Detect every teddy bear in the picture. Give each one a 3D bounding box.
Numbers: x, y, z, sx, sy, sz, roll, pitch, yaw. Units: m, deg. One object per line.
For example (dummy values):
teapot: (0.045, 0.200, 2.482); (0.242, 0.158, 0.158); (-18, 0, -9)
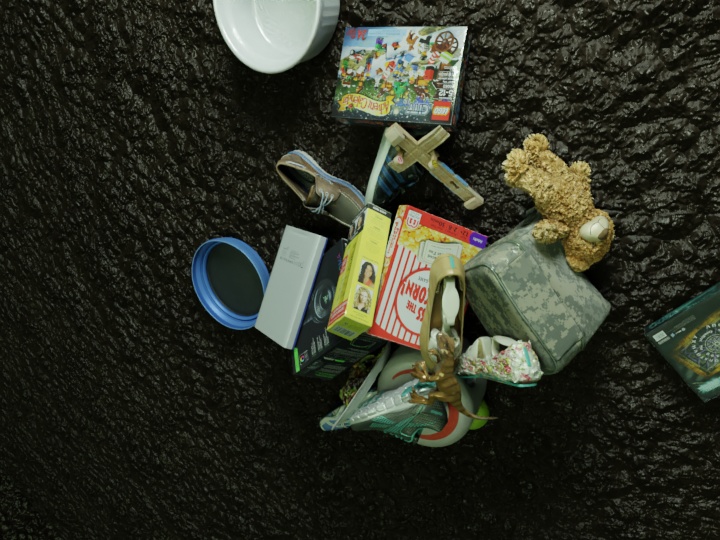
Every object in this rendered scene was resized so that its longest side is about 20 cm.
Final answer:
teddy bear: (0.280, -0.100, 0.764); (0.067, 0.142, 0.205); (-37, 74, 56)

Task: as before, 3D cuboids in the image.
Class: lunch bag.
lunch bag: (0.263, 0.031, 0.817); (0.202, 0.166, 0.139); (54, 164, -2)

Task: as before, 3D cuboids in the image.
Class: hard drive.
hard drive: (-0.131, 0.026, 1.019); (0.131, 0.025, 0.206); (19, 91, 53)

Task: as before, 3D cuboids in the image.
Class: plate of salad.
plate of salad: (-0.003, 0.199, 1.009); (0.047, 0.200, 0.202); (35, 124, 6)

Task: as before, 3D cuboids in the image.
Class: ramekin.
ramekin: (-0.126, -0.422, 0.863); (0.195, 0.098, 0.207); (12, 116, 24)

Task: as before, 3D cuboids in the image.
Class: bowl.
bowl: (-0.274, 0.026, 1.178); (0.195, 0.039, 0.207); (12, 116, 24)

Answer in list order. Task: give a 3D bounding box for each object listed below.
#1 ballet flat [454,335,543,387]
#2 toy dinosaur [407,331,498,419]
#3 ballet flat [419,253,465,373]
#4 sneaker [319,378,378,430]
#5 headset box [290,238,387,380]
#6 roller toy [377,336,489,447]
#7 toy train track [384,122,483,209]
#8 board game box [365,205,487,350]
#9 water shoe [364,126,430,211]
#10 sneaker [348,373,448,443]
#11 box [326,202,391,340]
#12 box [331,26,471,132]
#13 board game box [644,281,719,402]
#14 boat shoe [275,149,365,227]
ballet flat: (0.198, 0.129, 0.811); (0.199, 0.073, 0.066); (162, 103, -69)
toy dinosaur: (0.127, 0.177, 0.808); (0.103, 0.061, 0.203); (-1, 133, 30)
ballet flat: (0.121, 0.079, 0.807); (0.066, 0.063, 0.206); (-3, 113, -1)
sneaker: (-0.011, 0.297, 1.133); (0.198, 0.075, 0.078); (-35, 89, 36)
headset box: (-0.049, 0.077, 0.994); (0.199, 0.091, 0.179); (-38, 51, 36)
roller toy: (0.124, 0.208, 0.982); (0.194, 0.139, 0.188); (2, 113, 28)
toy train track: (0.114, -0.147, 0.834); (0.197, 0.033, 0.114); (33, 142, -27)
board game box: (0.102, 0.020, 0.871); (0.147, 0.046, 0.206); (17, 91, -17)
water shoe: (0.062, -0.157, 0.895); (0.077, 0.072, 0.205); (23, 121, 14)
sneaker: (0.061, 0.246, 0.907); (0.198, 0.077, 0.093); (-29, 90, 39)
box: (0.000, 0.000, 0.867); (0.049, 0.205, 0.075); (22, 151, -18)
box: (0.059, -0.288, 0.825); (0.194, 0.037, 0.141); (10, 90, 24)
board game box: (0.529, 0.084, 0.773); (0.136, 0.028, 0.200); (48, 124, 2)
boat shoe: (-0.070, -0.132, 0.976); (0.198, 0.072, 0.073); (36, 124, 10)
